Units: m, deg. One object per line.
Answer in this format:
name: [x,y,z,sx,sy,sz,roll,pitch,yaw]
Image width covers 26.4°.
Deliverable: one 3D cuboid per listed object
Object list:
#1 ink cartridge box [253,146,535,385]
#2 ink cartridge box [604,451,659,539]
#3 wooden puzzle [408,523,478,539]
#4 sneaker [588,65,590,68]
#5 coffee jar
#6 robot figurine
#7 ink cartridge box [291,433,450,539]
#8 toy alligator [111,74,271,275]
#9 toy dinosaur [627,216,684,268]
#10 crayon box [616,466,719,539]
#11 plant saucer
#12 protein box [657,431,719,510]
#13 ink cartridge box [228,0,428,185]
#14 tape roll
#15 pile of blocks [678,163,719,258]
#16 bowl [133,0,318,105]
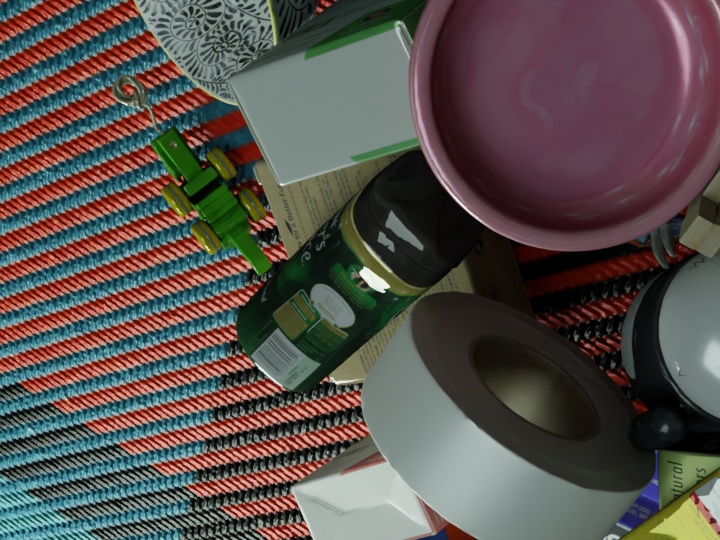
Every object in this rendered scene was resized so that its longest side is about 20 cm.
ink cartridge box: [0.029,-0.016,1.197,0.165,0.075,0.200,-5,114,35]
ink cartridge box: [0.251,0.246,1.228,0.198,0.043,0.200,22,124,20]
wooden puzzle: [0.068,0.198,1.190,0.185,0.200,0.046,-23,87,62]
sneaker: [0.131,-0.196,0.988,0.079,0.095,0.200,-44,63,46]
coffee jar: [0.000,0.000,1.109,0.085,0.104,0.200,46,129,-3]
robot figurine: [0.247,0.048,1.031,0.125,0.200,0.151,4,81,-2]
ink cartridge box: [0.056,0.145,1.186,0.116,0.200,0.068,-22,94,39]
toy alligator: [-0.141,-0.079,1.286,0.200,0.059,0.054,53,171,-4]
toy dinosaur: [0.221,-0.098,1.054,0.181,0.105,0.200,-46,53,50]
crayon box: [0.239,0.205,1.009,0.200,0.051,0.127,-42,75,28]
plant saucer: [0.125,-0.113,0.914,0.200,0.051,0.201,-1,100,-7]
protein box: [0.326,0.213,1.067,0.200,0.135,0.199,2,98,31]
ink cartridge box: [0.029,-0.150,1.040,0.146,0.200,0.084,-14,111,37]
tape roll: [0.103,0.104,1.059,0.202,0.202,0.071,37,116,10]
pile of blocks: [0.285,-0.042,0.954,0.082,0.200,0.062,54,135,29]
bowl: [-0.090,-0.230,1.121,0.201,0.094,0.201,39,147,32]
